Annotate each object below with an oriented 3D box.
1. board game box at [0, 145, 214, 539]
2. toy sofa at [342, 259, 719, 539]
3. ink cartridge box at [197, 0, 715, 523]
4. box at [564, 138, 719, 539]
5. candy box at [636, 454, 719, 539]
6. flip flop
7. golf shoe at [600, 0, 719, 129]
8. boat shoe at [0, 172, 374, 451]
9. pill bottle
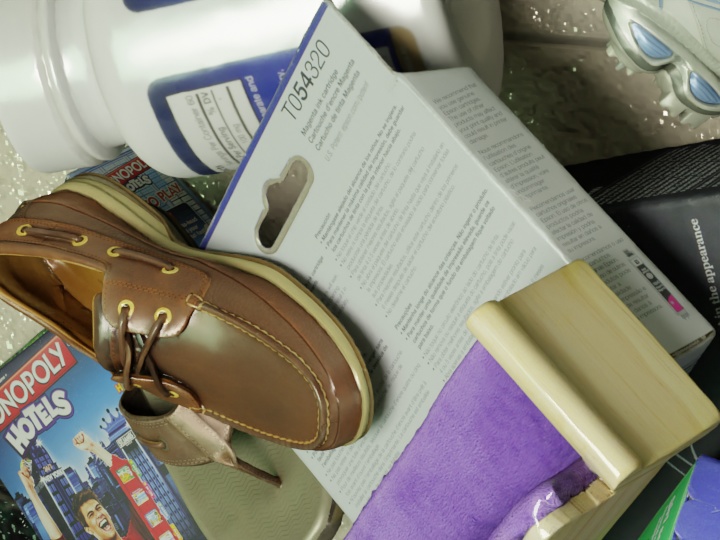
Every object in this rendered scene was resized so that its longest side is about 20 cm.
[{"bbox_3d":[-0.097,0.053,1.411,0.200,0.062,0.200,-35,86,39],"label":"board game box"},{"bbox_3d":[0.038,0.095,1.106,0.083,0.097,0.200,50,138,17],"label":"toy sofa"},{"bbox_3d":[0.026,0.020,1.187,0.200,0.043,0.197,50,138,19],"label":"ink cartridge box"},{"bbox_3d":[0.148,0.027,1.196,0.199,0.104,0.149,-7,104,38],"label":"box"},{"bbox_3d":[0.172,0.169,1.173,0.168,0.077,0.200,21,148,-1],"label":"candy box"},{"bbox_3d":[-0.076,0.050,1.294,0.081,0.057,0.200,-44,63,24],"label":"flip flop"},{"bbox_3d":[0.099,-0.145,1.143,0.200,0.079,0.097,31,123,-31],"label":"golf shoe"},{"bbox_3d":[-0.080,0.026,1.221,0.200,0.067,0.072,29,129,35],"label":"boat shoe"},{"bbox_3d":[-0.050,-0.104,1.237,0.199,0.120,0.120,-11,103,16],"label":"pill bottle"}]
